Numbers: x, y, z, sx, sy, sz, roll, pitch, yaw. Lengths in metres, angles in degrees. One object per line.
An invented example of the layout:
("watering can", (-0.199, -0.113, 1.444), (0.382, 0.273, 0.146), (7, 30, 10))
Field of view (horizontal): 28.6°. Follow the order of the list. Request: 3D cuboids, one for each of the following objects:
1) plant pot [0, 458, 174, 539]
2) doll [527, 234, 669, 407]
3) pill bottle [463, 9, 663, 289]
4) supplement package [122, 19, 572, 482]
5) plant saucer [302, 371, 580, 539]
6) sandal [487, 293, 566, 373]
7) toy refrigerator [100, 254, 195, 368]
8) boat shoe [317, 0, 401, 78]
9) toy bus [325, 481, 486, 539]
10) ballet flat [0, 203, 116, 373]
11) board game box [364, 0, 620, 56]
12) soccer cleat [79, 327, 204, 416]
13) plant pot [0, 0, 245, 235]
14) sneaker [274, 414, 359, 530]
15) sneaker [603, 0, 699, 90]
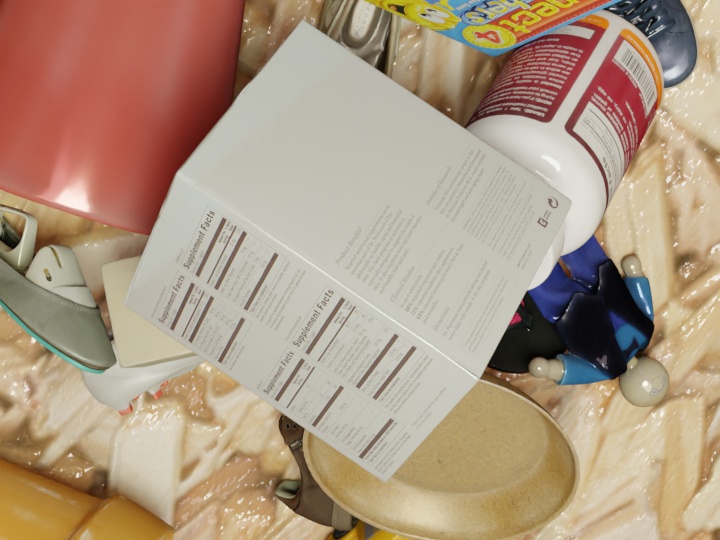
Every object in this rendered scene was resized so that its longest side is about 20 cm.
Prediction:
("plant pot", (-0.270, 0.231, 1.067), (0.182, 0.200, 0.201), (32, 103, 3))
("doll", (0.171, 0.029, 1.074), (0.137, 0.048, 0.200), (-48, 113, -23))
("pill bottle", (0.127, -0.083, 0.970), (0.112, 0.200, 0.114), (20, 140, 18))
("supplement package", (-0.010, -0.010, 0.859), (0.199, 0.152, 0.151), (34, 143, 0))
("plant saucer", (0.059, 0.126, 1.015), (0.198, 0.036, 0.201), (7, 136, 6))
("sandal", (0.081, 0.009, 1.072), (0.200, 0.045, 0.075), (39, 66, -13))
("toy refrigerator", (-0.075, 0.012, 1.006), (0.198, 0.070, 0.077), (-13, 85, 6))
("boat shoe", (-0.013, -0.120, 1.019), (0.072, 0.065, 0.202), (13, 101, -11))
("toy bus", (0.060, 0.191, 1.125), (0.200, 0.078, 0.065), (-42, 106, 9))
("ballet flat", (-0.238, -0.002, 1.004), (0.199, 0.067, 0.064), (33, 99, 29))
("board game box", (0.070, -0.218, 0.892), (0.195, 0.199, 0.056), (18, 73, -28))
("soccer cleat", (-0.128, 0.036, 1.070), (0.199, 0.069, 0.078), (-29, 105, 8))
("plant pot", (-0.169, -0.134, 0.954), (0.199, 0.200, 0.179), (18, 97, -10))
("sneaker", (-0.029, 0.109, 1.092), (0.075, 0.070, 0.202), (11, 112, 14))
("sneaker", (0.181, -0.208, 1.003), (0.075, 0.085, 0.200), (-37, 107, 8))
